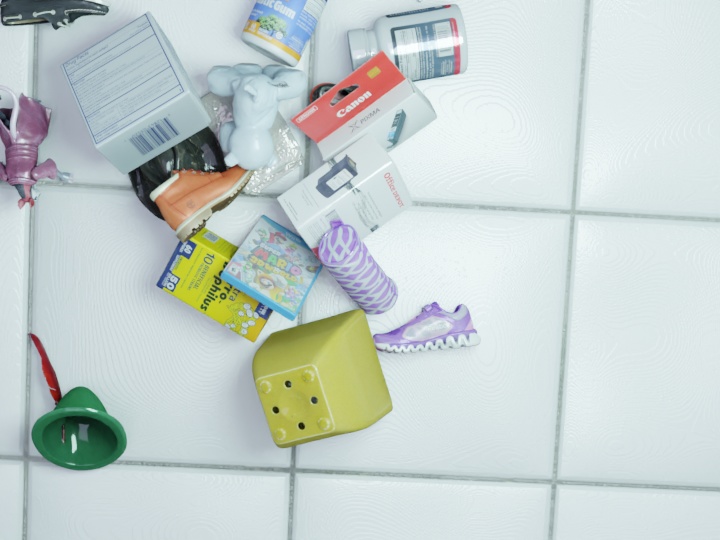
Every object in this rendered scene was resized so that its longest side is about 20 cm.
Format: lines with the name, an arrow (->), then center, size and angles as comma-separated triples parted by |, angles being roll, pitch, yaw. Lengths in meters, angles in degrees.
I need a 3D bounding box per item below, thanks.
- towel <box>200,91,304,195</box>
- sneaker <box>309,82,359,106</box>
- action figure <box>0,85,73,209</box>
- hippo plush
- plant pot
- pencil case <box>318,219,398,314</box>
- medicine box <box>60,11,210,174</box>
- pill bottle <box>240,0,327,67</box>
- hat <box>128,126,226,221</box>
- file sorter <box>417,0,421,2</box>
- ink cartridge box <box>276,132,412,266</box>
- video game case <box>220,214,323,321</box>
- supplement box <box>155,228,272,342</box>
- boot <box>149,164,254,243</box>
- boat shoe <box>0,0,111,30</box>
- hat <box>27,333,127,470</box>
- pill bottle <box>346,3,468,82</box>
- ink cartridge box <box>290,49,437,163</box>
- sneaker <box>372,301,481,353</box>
towel -> -0.199, -0.246, 1.637 | 0.132, 0.034, 0.201 | -33, 94, 1
sneaker -> 0.009, -0.287, 1.614 | 0.197, 0.082, 0.078 | 6, 94, -6
action figure -> -0.579, -0.206, 1.581 | 0.132, 0.149, 0.203 | -7, 81, -7
hippo plush -> -0.166, -0.257, 1.552 | 0.158, 0.200, 0.163 | -10, 115, -30
plant pot -> -0.082, 0.201, 1.569 | 0.193, 0.200, 0.197 | -16, 95, 19
pencil case -> 0.000, 0.000, 1.583 | 0.083, 0.200, 0.086 | -5, 59, 23
medicine box -> -0.382, -0.301, 1.555 | 0.181, 0.103, 0.201 | -30, 64, 1
pill bottle -> -0.119, -0.466, 1.583 | 0.111, 0.112, 0.202 | 25, 94, -3
hat -> -0.332, -0.182, 1.606 | 0.198, 0.081, 0.204 | 1, 97, 5
file sorter -> 0.083, -0.594, 1.573 | 0.200, 0.125, 0.139 | 43, 93, -5
ink cartridge box -> -0.023, -0.121, 1.589 | 0.199, 0.145, 0.085 | -35, 59, 0
video game case -> -0.144, -0.009, 1.585 | 0.142, 0.201, 0.018 | 31, 124, -4
supplement box -> -0.239, 0.021, 1.613 | 0.198, 0.110, 0.110 | 30, 102, -4
boot -> -0.265, -0.146, 1.558 | 0.107, 0.075, 0.200 | 47, 54, 0
boat shoe -> -0.533, -0.450, 1.593 | 0.197, 0.074, 0.061 | 4, 94, 1
hat -> -0.510, 0.236, 1.677 | 0.163, 0.177, 0.202 | -8, 132, -3
pill bottle -> 0.080, -0.388, 1.591 | 0.197, 0.120, 0.121 | -9, 95, -1
ink cartridge box -> 0.008, -0.257, 1.557 | 0.199, 0.176, 0.045 | -34, 57, 17
sneaker -> 0.117, 0.103, 1.657 | 0.197, 0.080, 0.090 | -6, 88, -6
